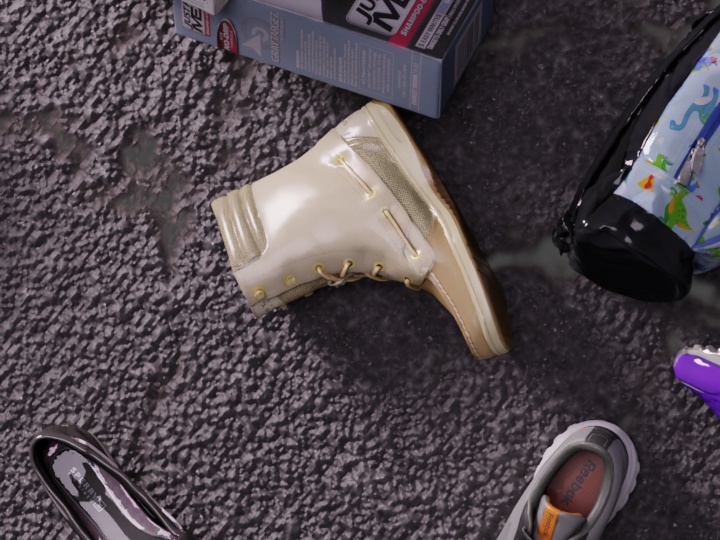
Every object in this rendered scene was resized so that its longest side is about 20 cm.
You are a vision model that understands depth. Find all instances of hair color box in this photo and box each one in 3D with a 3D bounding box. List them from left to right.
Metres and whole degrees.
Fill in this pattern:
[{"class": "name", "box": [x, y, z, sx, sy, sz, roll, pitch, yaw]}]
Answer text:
[{"class": "hair color box", "box": [-0.019, -0.185, 1.569, 0.200, 0.061, 0.099, 19, 54, 15]}]

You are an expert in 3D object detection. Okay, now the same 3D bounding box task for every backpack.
[{"class": "backpack", "box": [0.225, -0.080, 1.483, 0.154, 0.163, 0.200, 20, 81, 6]}]

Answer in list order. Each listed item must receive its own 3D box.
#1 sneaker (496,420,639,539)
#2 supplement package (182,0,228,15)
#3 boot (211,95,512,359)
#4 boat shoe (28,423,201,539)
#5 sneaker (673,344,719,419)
[{"class": "sneaker", "box": [0.114, 0.188, 1.502, 0.074, 0.079, 0.200, 26, 90, 13]}, {"class": "supplement package", "box": [-0.111, -0.298, 1.549, 0.156, 0.111, 0.200, 25, 54, 17]}, {"class": "boot", "box": [0.000, 0.000, 1.552, 0.155, 0.073, 0.200, -30, 74, 5]}, {"class": "boat shoe", "box": [-0.158, 0.185, 1.574, 0.067, 0.057, 0.200, -46, 76, 4]}, {"class": "sneaker", "box": [0.276, 0.127, 1.478, 0.200, 0.070, 0.100, 32, 93, 15]}]
